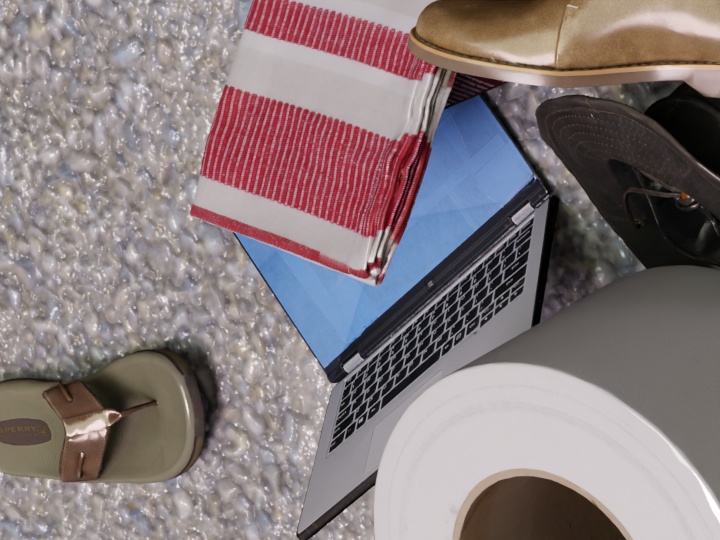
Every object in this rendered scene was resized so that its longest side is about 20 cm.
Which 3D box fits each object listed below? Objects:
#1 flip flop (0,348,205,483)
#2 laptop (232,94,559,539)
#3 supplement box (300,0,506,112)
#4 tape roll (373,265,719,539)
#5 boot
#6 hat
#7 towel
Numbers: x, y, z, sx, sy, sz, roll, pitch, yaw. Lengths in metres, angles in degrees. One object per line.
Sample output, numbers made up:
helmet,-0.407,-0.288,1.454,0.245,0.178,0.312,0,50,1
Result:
flip flop,-0.173,0.095,1.325,0.199,0.057,0.082,-6,97,35
laptop,0.000,0.000,1.154,0.116,0.200,0.187,36,125,-16
supplement box,0.055,-0.150,1.091,0.199,0.061,0.109,-20,66,36
tape roll,0.124,0.113,0.969,0.202,0.139,0.204,17,118,35
boot,0.117,-0.121,0.979,0.199,0.074,0.076,2,113,18
hat,0.180,-0.035,1.028,0.200,0.201,0.081,37,77,23
towel,-0.011,-0.106,1.084,0.144,0.023,0.201,21,94,43
